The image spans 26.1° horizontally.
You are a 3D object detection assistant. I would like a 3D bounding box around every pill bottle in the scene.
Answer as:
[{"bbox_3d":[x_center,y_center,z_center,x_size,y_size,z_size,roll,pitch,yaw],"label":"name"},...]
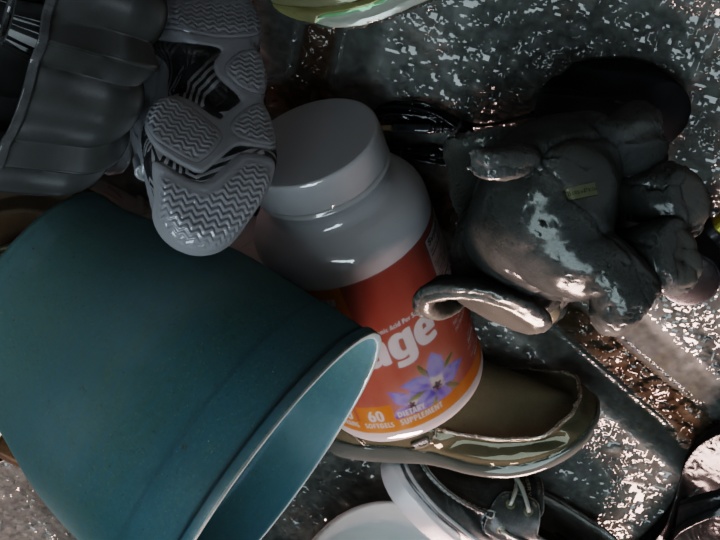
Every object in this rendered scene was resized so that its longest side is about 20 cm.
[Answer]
[{"bbox_3d":[0.000,0.000,0.959,0.111,0.113,0.201,-8,129,19],"label":"pill bottle"}]

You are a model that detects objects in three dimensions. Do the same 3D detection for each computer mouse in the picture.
[{"bbox_3d":[0.097,-0.087,0.928,0.197,0.034,0.059,-6,126,19],"label":"computer mouse"}]

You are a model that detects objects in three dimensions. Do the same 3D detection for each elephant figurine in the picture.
[{"bbox_3d":[0.092,-0.013,0.903,0.199,0.141,0.156,-20,106,55],"label":"elephant figurine"}]

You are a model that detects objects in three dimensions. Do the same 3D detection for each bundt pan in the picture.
[{"bbox_3d":[-0.161,-0.133,0.864,0.075,0.203,0.203,12,133,-24],"label":"bundt pan"}]

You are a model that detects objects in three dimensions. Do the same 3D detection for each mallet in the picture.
[{"bbox_3d":[0.247,-0.063,0.914,0.041,0.066,0.200,37,111,-17],"label":"mallet"}]

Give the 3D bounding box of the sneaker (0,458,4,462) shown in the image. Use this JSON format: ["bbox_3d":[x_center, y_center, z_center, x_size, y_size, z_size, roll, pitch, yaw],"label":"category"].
[{"bbox_3d":[-0.163,0.074,1.068,0.197,0.105,0.060,-9,124,20],"label":"sneaker"}]

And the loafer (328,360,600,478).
[{"bbox_3d":[0.061,0.090,1.045,0.197,0.076,0.070,-3,130,16],"label":"loafer"}]

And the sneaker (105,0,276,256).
[{"bbox_3d":[-0.100,-0.067,0.893,0.074,0.202,0.115,13,137,-19],"label":"sneaker"}]

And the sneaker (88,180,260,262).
[{"bbox_3d":[-0.140,-0.015,1.016,0.198,0.078,0.100,-15,108,15],"label":"sneaker"}]

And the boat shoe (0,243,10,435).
[{"bbox_3d":[-0.250,0.078,0.972,0.071,0.076,0.202,29,109,12],"label":"boat shoe"}]

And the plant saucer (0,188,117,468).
[{"bbox_3d":[-0.205,0.042,1.005,0.198,0.029,0.203,4,103,18],"label":"plant saucer"}]

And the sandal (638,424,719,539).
[{"bbox_3d":[0.244,0.184,1.090,0.074,0.048,0.202,20,129,-2],"label":"sandal"}]

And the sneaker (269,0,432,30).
[{"bbox_3d":[0.035,-0.196,0.847,0.198,0.077,0.089,-17,109,18],"label":"sneaker"}]

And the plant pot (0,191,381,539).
[{"bbox_3d":[-0.120,0.062,0.878,0.187,0.200,0.201,36,129,11],"label":"plant pot"}]

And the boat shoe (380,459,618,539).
[{"bbox_3d":[0.106,0.169,1.107,0.199,0.073,0.071,31,122,-25],"label":"boat shoe"}]

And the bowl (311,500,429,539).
[{"bbox_3d":[0.002,0.275,1.148,0.201,0.202,0.090,44,147,-20],"label":"bowl"}]
